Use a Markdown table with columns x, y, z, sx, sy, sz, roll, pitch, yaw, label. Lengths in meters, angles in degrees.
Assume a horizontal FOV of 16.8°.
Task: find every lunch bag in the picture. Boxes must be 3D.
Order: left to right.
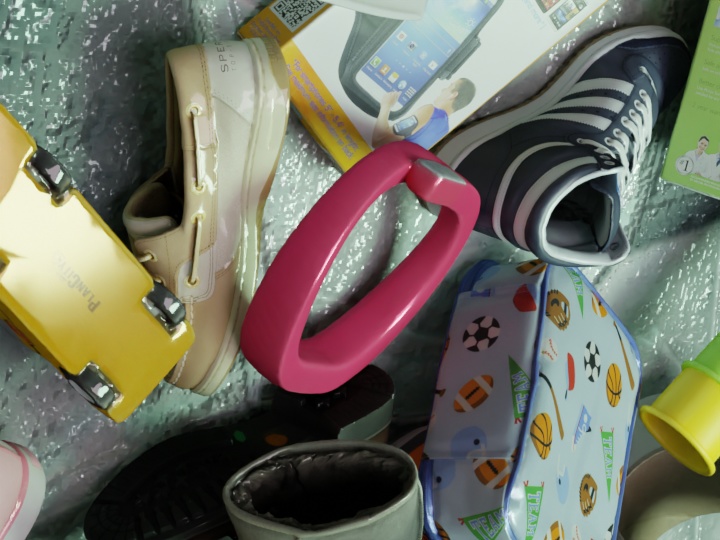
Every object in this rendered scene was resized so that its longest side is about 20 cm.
| x | y | z | sx | sy | sz | roll | pitch | yaw | label |
| --- | --- | --- | --- | --- | --- | --- | --- | --- | --- |
| 0.102 | 0.104 | 1.412 | 0.160 | 0.075 | 0.201 | 50 | 46 | -45 | lunch bag |

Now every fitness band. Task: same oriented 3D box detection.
| x | y | z | sx | sy | sz | roll | pitch | yaw | label |
| --- | --- | --- | --- | --- | --- | --- | --- | --- | --- |
| 0.000 | 0.000 | 1.285 | 0.144 | 0.037 | 0.200 | -52 | 165 | 6 | fitness band |

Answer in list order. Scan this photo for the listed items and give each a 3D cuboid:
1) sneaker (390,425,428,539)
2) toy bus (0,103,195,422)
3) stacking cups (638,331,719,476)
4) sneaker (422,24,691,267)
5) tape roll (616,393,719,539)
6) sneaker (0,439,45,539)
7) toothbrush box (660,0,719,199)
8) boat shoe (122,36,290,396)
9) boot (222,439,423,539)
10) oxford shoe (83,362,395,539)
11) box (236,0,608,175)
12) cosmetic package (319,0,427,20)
| x | y | z | sx | sy | sz | roll | pitch | yaw | label |
| --- | --- | --- | --- | --- | --- | --- | --- | --- | --- |
| 0.026 | 0.193 | 1.406 | 0.077 | 0.112 | 0.201 | 34 | 86 | -45 | sneaker |
| -0.162 | -0.013 | 1.164 | 0.065 | 0.078 | 0.200 | -50 | 134 | -13 | toy bus |
| 0.257 | 0.034 | 1.489 | 0.200 | 0.060 | 0.061 | -46 | 133 | -10 | stacking cups |
| 0.141 | -0.069 | 1.389 | 0.199 | 0.108 | 0.071 | -32 | 129 | -27 | sneaker |
| 0.211 | 0.165 | 1.497 | 0.202 | 0.202 | 0.071 | -39 | 131 | -21 | tape roll |
| -0.237 | 0.161 | 1.180 | 0.105 | 0.075 | 0.201 | 35 | 77 | -50 | sneaker |
| 0.262 | -0.142 | 1.448 | 0.145 | 0.086 | 0.202 | -14 | 120 | -64 | toothbrush box |
| -0.087 | -0.028 | 1.238 | 0.069 | 0.074 | 0.201 | 3 | 118 | -18 | boat shoe |
| -0.045 | 0.165 | 1.272 | 0.180 | 0.073 | 0.200 | -17 | 154 | 1 | boot |
| -0.061 | 0.126 | 1.328 | 0.199 | 0.073 | 0.085 | -21 | 129 | -31 | oxford shoe |
| 0.045 | -0.142 | 1.284 | 0.200 | 0.042 | 0.119 | -39 | 133 | 0 | box |
| -0.048 | -0.240 | 1.098 | 0.164 | 0.164 | 0.202 | 7 | 106 | -44 | cosmetic package |
